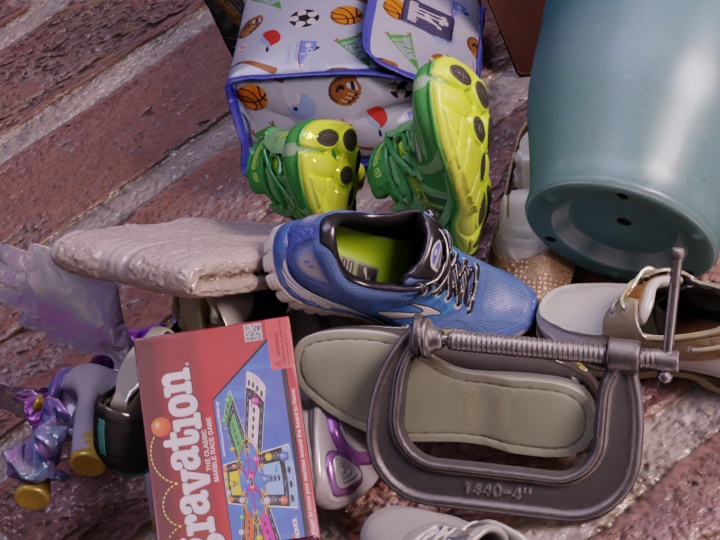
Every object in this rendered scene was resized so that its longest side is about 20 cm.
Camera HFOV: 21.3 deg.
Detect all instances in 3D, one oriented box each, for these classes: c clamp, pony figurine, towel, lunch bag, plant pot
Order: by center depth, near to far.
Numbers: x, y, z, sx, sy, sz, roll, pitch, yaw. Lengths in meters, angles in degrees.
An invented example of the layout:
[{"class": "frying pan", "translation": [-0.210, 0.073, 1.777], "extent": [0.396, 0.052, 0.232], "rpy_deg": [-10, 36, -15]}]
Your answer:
[{"class": "c clamp", "translation": [0.102, 0.071, 1.194], "extent": [0.200, 0.171, 0.027], "rpy_deg": [0, 5, 9]}, {"class": "plant pot", "translation": [0.200, -0.101, 1.317], "extent": [0.200, 0.200, 0.188], "rpy_deg": [3, 61, 34]}, {"class": "towel", "translation": [-0.097, -0.011, 1.319], "extent": [0.132, 0.034, 0.200], "rpy_deg": [10, 11, 37]}, {"class": "pony figurine", "translation": [-0.187, 0.088, 1.373], "extent": [0.193, 0.167, 0.200], "rpy_deg": [11, 38, -3]}, {"class": "lunch bag", "translation": [0.001, -0.173, 1.576], "extent": [0.200, 0.124, 0.170], "rpy_deg": [-2, 42, 10]}]

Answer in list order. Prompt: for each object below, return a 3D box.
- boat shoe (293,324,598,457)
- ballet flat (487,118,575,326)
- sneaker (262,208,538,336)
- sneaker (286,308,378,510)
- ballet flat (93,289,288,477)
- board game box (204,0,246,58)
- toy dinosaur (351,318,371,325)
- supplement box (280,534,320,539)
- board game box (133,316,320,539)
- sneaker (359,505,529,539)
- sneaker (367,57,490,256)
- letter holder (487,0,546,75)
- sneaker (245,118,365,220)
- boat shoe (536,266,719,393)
[{"class": "boat shoe", "translation": [0.057, 0.073, 1.250], "extent": [0.201, 0.072, 0.061], "rpy_deg": [13, 23, 9]}, {"class": "ballet flat", "translation": [0.125, -0.048, 1.389], "extent": [0.070, 0.065, 0.200], "rpy_deg": [-8, 41, 20]}, {"class": "sneaker", "translation": [0.039, 0.008, 1.268], "extent": [0.089, 0.200, 0.079], "rpy_deg": [-26, 55, 54]}, {"class": "sneaker", "translation": [-0.041, 0.104, 1.320], "extent": [0.100, 0.075, 0.200], "rpy_deg": [-34, 31, 16]}, {"class": "ballet flat", "translation": [-0.112, 0.054, 1.295], "extent": [0.068, 0.068, 0.200], "rpy_deg": [10, 44, 30]}, {"class": "board game box", "translation": [-0.046, -0.248, 1.676], "extent": [0.200, 0.135, 0.028], "rpy_deg": [-4, 41, 27]}, {"class": "toy dinosaur", "translation": [0.000, 0.000, 1.434], "extent": [0.200, 0.058, 0.101], "rpy_deg": [-11, 24, 9]}, {"class": "supplement box", "translation": [-0.046, 0.263, 1.086], "extent": [0.061, 0.109, 0.200], "rpy_deg": [-11, 39, 21]}, {"class": "board game box", "translation": [-0.082, 0.134, 1.216], "extent": [0.103, 0.019, 0.200], "rpy_deg": [-9, 78, 0]}, {"class": "sneaker", "translation": [0.067, 0.173, 1.138], "extent": [0.076, 0.092, 0.200], "rpy_deg": [-44, 40, -22]}, {"class": "sneaker", "translation": [0.044, -0.069, 1.296], "extent": [0.084, 0.200, 0.074], "rpy_deg": [9, 60, 8]}, {"class": "letter holder", "translation": [0.170, -0.266, 1.510], "extent": [0.142, 0.200, 0.101], "rpy_deg": [0, 44, 31]}, {"class": "sneaker", "translation": [-0.043, -0.065, 1.361], "extent": [0.084, 0.200, 0.074], "rpy_deg": [12, 83, 3]}, {"class": "boat shoe", "translation": [0.197, 0.031, 1.248], "extent": [0.200, 0.068, 0.075], "rpy_deg": [8, 49, 38]}]
